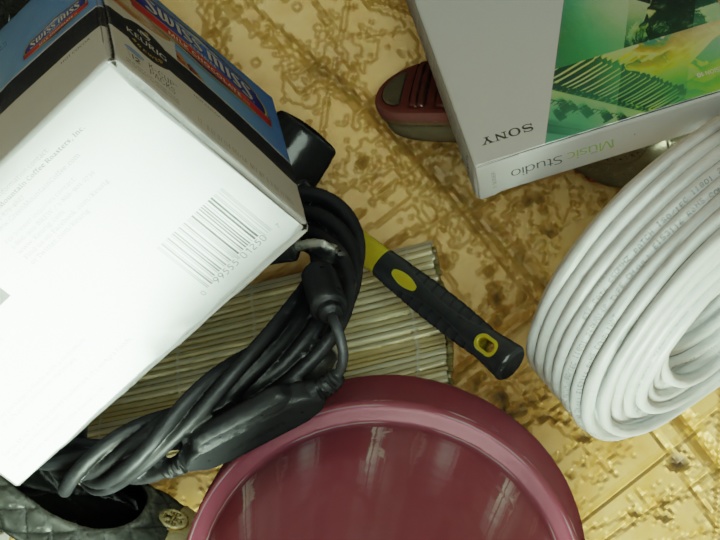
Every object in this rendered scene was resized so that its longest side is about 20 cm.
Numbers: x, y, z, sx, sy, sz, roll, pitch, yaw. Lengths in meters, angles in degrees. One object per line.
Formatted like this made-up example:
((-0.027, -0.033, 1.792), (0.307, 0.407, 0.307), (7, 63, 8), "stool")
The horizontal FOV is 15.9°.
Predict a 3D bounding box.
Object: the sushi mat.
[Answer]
((-0.051, 0.046, 1.309), (0.200, 0.012, 0.096), (-13, 53, 8), "sushi mat")

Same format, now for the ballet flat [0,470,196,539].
((-0.163, 0.103, 1.315), (0.200, 0.066, 0.057), (25, 118, 0), "ballet flat")

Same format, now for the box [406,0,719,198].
((0.097, -0.144, 1.297), (0.144, 0.036, 0.200), (-17, 63, -2), "box")

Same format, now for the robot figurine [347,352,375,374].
((0.020, 0.146, 1.330), (0.145, 0.058, 0.200), (-32, 91, -1), "robot figurine")

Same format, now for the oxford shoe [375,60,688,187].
((0.107, -0.072, 1.329), (0.200, 0.070, 0.075), (2, 128, 13), "oxford shoe")

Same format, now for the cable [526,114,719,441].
((0.169, -0.004, 1.266), (0.200, 0.200, 0.069), (-37, 68, -17), "cable")

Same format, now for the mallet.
((0.000, 0.000, 1.293), (0.066, 0.041, 0.200), (-46, 58, 5), "mallet")

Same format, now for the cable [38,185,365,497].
((-0.089, 0.032, 1.261), (0.200, 0.163, 0.051), (-29, 133, 20), "cable")

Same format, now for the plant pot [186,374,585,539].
((0.008, 0.166, 1.202), (0.200, 0.179, 0.200), (1, 103, 4), "plant pot")

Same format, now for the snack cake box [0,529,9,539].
((-0.252, 0.222, 1.316), (0.115, 0.067, 0.200), (9, 90, -1), "snack cake box")

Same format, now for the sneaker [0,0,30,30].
((-0.130, -0.156, 1.323), (0.200, 0.060, 0.104), (-11, 90, 3), "sneaker")

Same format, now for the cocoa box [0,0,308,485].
((-0.146, -0.027, 1.226), (0.200, 0.131, 0.133), (-42, 119, 15), "cocoa box")
